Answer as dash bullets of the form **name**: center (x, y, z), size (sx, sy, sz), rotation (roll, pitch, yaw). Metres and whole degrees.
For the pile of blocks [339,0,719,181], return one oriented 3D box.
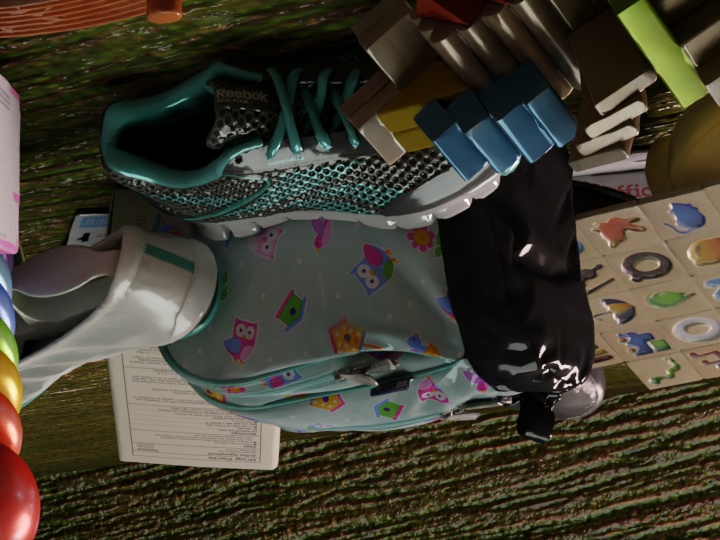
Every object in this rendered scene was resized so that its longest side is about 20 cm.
- **pile of blocks**: center (0.061, -0.081, 0.590), size (0.199, 0.083, 0.062), rotation (-17, 132, 37)

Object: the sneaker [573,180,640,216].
- **sneaker**: center (0.074, -0.004, 0.932), size (0.197, 0.090, 0.074), rotation (4, 161, -8)

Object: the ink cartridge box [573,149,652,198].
- **ink cartridge box**: center (0.177, -0.021, 1.060), size (0.114, 0.068, 0.200), rotation (-6, 170, -2)

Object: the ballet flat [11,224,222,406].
- **ballet flat**: center (-0.152, 0.020, 0.797), size (0.199, 0.070, 0.069), rotation (-20, 164, 36)

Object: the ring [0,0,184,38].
- **ring**: center (-0.123, -0.100, 0.536), size (0.198, 0.019, 0.200), rotation (-5, 171, -1)

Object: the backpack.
- **backpack**: center (0.000, 0.000, 0.808), size (0.198, 0.169, 0.126), rotation (-15, 152, 27)

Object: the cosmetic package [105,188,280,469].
- **cosmetic package**: center (-0.093, 0.040, 0.990), size (0.102, 0.074, 0.201), rotation (4, 149, -3)

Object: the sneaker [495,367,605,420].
- **sneaker**: center (0.066, 0.054, 0.997), size (0.199, 0.080, 0.076), rotation (24, 120, -28)

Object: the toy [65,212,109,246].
- **toy**: center (-0.078, -0.006, 1.043), size (0.198, 0.048, 0.115), rotation (-4, 169, -16)

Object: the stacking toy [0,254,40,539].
- **stacking toy**: center (-0.169, 0.039, 0.684), size (0.084, 0.201, 0.086), rotation (-12, 132, -14)

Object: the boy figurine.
- **boy figurine**: center (0.196, -0.036, 0.893), size (0.064, 0.124, 0.200), rotation (-44, 146, -2)

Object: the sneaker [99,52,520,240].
- **sneaker**: center (-0.024, -0.056, 0.708), size (0.198, 0.079, 0.091), rotation (-13, 165, 26)

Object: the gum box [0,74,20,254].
- **gum box**: center (-0.185, -0.043, 0.584), size (0.112, 0.067, 0.200), rotation (0, 178, -5)

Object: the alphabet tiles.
- **alphabet tiles**: center (0.174, 0.009, 0.866), size (0.198, 0.006, 0.166), rotation (-14, 142, 30)

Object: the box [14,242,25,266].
- **box**: center (-0.262, 0.002, 0.803), size (0.198, 0.035, 0.110), rotation (-17, 157, -9)
